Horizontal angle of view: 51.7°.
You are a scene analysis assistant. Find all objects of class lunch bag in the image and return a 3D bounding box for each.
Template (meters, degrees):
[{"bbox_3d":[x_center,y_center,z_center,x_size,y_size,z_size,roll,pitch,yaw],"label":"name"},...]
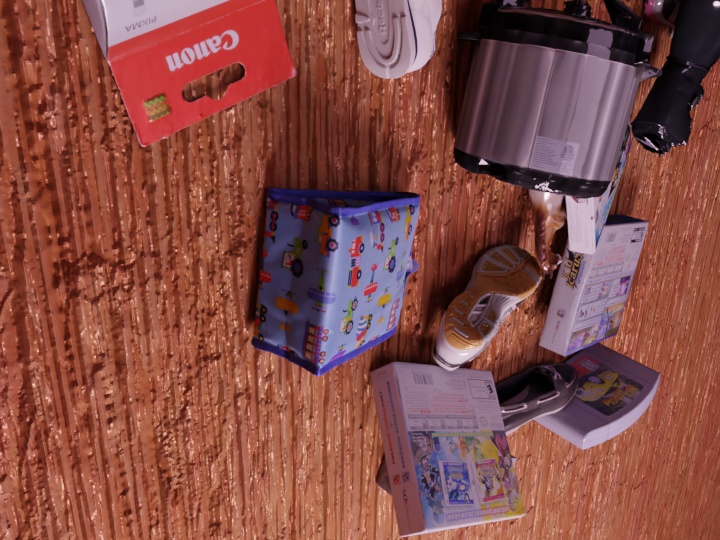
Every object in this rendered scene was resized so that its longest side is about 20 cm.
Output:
[{"bbox_3d":[0.000,0.000,0.734,0.199,0.093,0.152,-8,111,-51],"label":"lunch bag"}]

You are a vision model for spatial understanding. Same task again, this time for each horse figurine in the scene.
[{"bbox_3d":[0.241,-0.109,0.918,0.132,0.050,0.202,-37,130,-44],"label":"horse figurine"}]

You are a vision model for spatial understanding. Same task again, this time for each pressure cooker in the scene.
[{"bbox_3d":[0.198,-0.189,0.764,0.175,0.178,0.202,-4,111,-39],"label":"pressure cooker"}]

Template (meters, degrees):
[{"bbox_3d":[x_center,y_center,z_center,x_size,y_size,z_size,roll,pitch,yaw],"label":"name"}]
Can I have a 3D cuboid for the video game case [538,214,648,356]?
[{"bbox_3d":[0.336,0.015,1.062,0.199,0.045,0.183,-7,112,-51],"label":"video game case"}]

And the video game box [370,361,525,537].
[{"bbox_3d":[0.106,0.206,0.873,0.199,0.047,0.184,13,57,-45],"label":"video game box"}]

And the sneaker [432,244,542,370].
[{"bbox_3d":[0.148,0.043,0.909,0.200,0.076,0.088,-38,161,-37],"label":"sneaker"}]

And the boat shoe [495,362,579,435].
[{"bbox_3d":[0.241,0.169,1.042,0.199,0.067,0.057,-23,127,-31],"label":"boat shoe"}]

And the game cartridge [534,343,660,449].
[{"bbox_3d":[0.350,0.182,1.103,0.199,0.133,0.041,-27,132,-33],"label":"game cartridge"}]

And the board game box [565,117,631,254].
[{"bbox_3d":[0.302,-0.137,0.934,0.201,0.034,0.127,-61,148,-31],"label":"board game box"}]

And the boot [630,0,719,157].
[{"bbox_3d":[0.406,-0.247,0.930,0.169,0.076,0.200,-63,159,-4],"label":"boot"}]

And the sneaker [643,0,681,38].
[{"bbox_3d":[0.467,-0.350,1.014,0.199,0.086,0.081,-7,114,-42],"label":"sneaker"}]

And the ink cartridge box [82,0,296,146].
[{"bbox_3d":[-0.121,-0.210,0.545,0.162,0.050,0.202,-33,125,-29],"label":"ink cartridge box"}]

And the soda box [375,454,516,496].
[{"bbox_3d":[0.116,0.259,0.962,0.199,0.068,0.064,12,100,-45],"label":"soda box"}]

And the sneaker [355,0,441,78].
[{"bbox_3d":[0.036,-0.278,0.658,0.080,0.076,0.202,-33,133,-43],"label":"sneaker"}]
